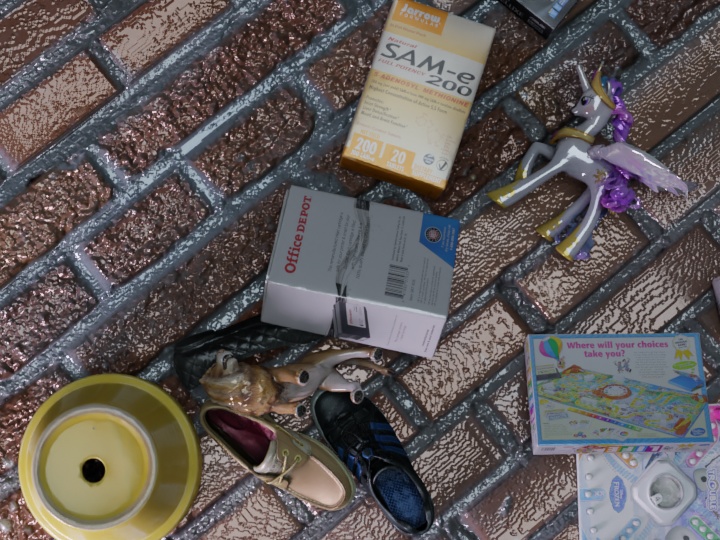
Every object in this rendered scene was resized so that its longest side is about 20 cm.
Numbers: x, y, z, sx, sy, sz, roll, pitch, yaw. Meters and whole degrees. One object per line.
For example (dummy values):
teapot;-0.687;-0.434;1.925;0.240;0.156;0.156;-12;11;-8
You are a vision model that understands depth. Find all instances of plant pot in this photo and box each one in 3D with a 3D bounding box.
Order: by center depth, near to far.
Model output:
plant pot;-0.274;0.209;1.566;0.200;0.189;0.201;0;84;-2

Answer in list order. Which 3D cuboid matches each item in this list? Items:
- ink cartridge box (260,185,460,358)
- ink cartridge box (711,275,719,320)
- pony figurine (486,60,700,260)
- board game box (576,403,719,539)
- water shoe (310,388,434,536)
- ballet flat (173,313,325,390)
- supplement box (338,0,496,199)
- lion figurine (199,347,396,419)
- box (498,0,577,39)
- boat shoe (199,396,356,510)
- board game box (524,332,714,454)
ink cartridge box;0.000;0.000;1.628;0.200;0.084;0.145;12;51;-2
ink cartridge box;0.524;0.057;1.679;0.200;0.083;0.147;-11;84;-4
pony figurine;0.273;-0.113;1.664;0.193;0.167;0.200;39;99;9
board game box;0.350;0.254;1.677;0.200;0.026;0.200;-1;83;-3
water shoe;0.020;0.207;1.637;0.071;0.079;0.200;-39;87;-7
ballet flat;-0.114;0.083;1.659;0.200;0.066;0.057;-15;105;0
supplement box;0.065;-0.199;1.687;0.126;0.074;0.200;18;83;-2
lion figurine;-0.069;0.120;1.618;0.200;0.122;0.073;-2;94;-42
box;0.224;-0.400;1.729;0.158;0.050;0.200;40;83;2
boat shoe;-0.098;0.207;1.628;0.200;0.066;0.074;33;106;5
board game box;0.291;0.139;1.662;0.200;0.034;0.135;0;66;-3
